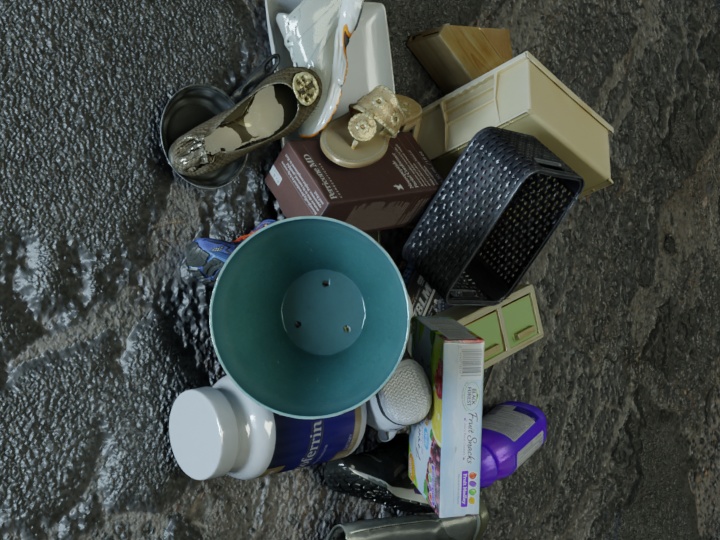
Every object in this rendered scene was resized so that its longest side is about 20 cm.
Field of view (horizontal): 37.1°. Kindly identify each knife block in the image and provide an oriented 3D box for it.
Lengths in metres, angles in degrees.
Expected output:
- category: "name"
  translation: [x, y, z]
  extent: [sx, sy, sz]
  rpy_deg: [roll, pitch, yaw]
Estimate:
- category: "knife block"
  translation: [0.162, -0.244, 1.480]
  extent: [0.200, 0.064, 0.176]
  rpy_deg: [-8, 92, -43]

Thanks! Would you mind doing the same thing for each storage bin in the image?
- category: "storage bin"
  translation: [0.160, -0.063, 1.305]
  extent: [0.135, 0.094, 0.200]
  rpy_deg: [3, 127, -49]
- category: "storage bin"
  translation: [0.201, -0.162, 1.427]
  extent: [0.200, 0.198, 0.094]
  rpy_deg: [30, 50, -38]

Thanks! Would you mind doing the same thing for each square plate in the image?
- category: "square plate"
  translation: [-0.035, -0.232, 1.319]
  extent: [0.198, 0.028, 0.201]
  rpy_deg: [-9, 93, -43]

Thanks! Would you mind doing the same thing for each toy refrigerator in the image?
- category: "toy refrigerator"
  translation: [0.149, 0.082, 1.379]
  extent: [0.200, 0.070, 0.076]
  rpy_deg: [-22, 102, -42]

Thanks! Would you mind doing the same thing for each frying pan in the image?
- category: "frying pan"
  translation: [-0.164, -0.181, 1.190]
  extent: [0.115, 0.031, 0.191]
  rpy_deg: [28, 69, -36]

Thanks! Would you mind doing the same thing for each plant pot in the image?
- category: "plant pot"
  translation: [-0.046, 0.047, 1.122]
  extent: [0.135, 0.199, 0.201]
  rpy_deg: [6, 81, -86]

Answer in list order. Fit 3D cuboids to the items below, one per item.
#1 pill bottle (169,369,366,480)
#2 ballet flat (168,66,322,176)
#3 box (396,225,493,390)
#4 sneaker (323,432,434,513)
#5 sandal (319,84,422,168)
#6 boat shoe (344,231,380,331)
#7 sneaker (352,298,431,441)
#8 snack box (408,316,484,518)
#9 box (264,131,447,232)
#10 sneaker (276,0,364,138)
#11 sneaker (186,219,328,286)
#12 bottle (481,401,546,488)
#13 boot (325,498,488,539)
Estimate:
- category: "pill bottle"
  translation: [-0.100, 0.164, 1.172]
  extent: [0.200, 0.116, 0.116]
  rpy_deg: [-4, 90, -43]
- category: "ballet flat"
  translation: [-0.118, -0.162, 1.160]
  extent: [0.200, 0.046, 0.068]
  rpy_deg: [-33, 104, -23]
- category: "box"
  translation: [0.112, 0.064, 1.424]
  extent: [0.198, 0.050, 0.200]
  rpy_deg: [40, 62, -33]
- category: "sneaker"
  translation: [0.027, 0.239, 1.328]
  extent: [0.200, 0.076, 0.088]
  rpy_deg: [30, 58, -46]
- category: "sandal"
  translation: [0.021, -0.191, 1.266]
  extent: [0.212, 0.078, 0.070]
  rpy_deg: [-41, 157, -55]
- category: "boat shoe"
  translation: [0.000, 0.000, 1.314]
  extent: [0.072, 0.060, 0.202]
  rpy_deg: [19, 75, -41]
- category: "sneaker"
  translation: [0.019, 0.098, 1.240]
  extent: [0.075, 0.115, 0.200]
  rpy_deg: [-6, 64, -20]
- category: "snack box"
  translation: [0.096, 0.162, 1.228]
  extent: [0.053, 0.142, 0.201]
  rpy_deg: [0, 98, -10]
- category: "box"
  translation: [-0.002, -0.103, 1.271]
  extent: [0.200, 0.075, 0.100]
  rpy_deg: [-13, 59, -40]
- category: "sneaker"
  translation: [-0.060, -0.255, 1.244]
  extent: [0.092, 0.076, 0.201]
  rpy_deg: [13, 87, -13]
- category: "sneaker"
  translation: [-0.116, -0.019, 1.210]
  extent: [0.200, 0.075, 0.079]
  rpy_deg: [7, 72, -49]
- category: "bottle"
  translation: [0.175, 0.238, 1.429]
  extent: [0.200, 0.083, 0.065]
  rpy_deg: [-27, 120, -52]
- category: "boot"
  translation: [0.047, 0.351, 1.318]
  extent: [0.200, 0.073, 0.182]
  rpy_deg: [-14, 134, -29]
